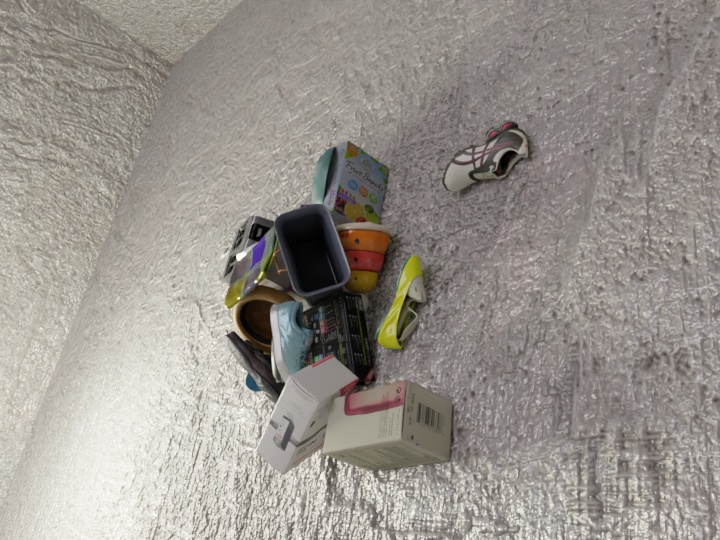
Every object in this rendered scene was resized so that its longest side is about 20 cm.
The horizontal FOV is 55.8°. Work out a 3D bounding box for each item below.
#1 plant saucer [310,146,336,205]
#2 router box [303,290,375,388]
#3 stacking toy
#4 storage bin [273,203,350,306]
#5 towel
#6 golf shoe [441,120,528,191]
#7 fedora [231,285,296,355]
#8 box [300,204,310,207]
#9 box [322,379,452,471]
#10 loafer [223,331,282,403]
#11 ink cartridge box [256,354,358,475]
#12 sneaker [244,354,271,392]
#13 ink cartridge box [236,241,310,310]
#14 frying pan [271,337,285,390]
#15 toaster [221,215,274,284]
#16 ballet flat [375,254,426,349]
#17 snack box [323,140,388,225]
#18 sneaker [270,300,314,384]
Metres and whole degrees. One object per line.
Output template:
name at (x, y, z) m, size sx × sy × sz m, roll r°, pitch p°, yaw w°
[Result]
plant saucer at (-0.093, -0.208, 1.681) m, size 0.200 × 0.036 × 0.201 m, roll 10°, pitch -90°, yaw -87°
router box at (-0.054, 0.163, 1.458) m, size 0.150 × 0.062 × 0.201 m, roll -27°, pitch 61°, yaw 38°
stacking toy at (0.000, 0.000, 1.525) m, size 0.146 × 0.146 × 0.201 m, roll -13°, pitch 73°, yaw 48°
storage bin at (-0.110, -0.017, 1.487) m, size 0.145 × 0.134 × 0.200 m, roll -18°, pitch 67°, yaw -7°
towel at (-0.247, -0.005, 1.540) m, size 0.200 × 0.023 × 0.144 m, roll -35°, pitch 35°, yaw 45°
golf shoe at (0.249, -0.216, 1.382) m, size 0.200 × 0.077 × 0.088 m, roll -39°, pitch 46°, yaw 29°
fedora at (-0.204, 0.107, 1.603) m, size 0.200 × 0.201 × 0.082 m, roll -36°, pitch 6°, yaw 31°
box at (-0.122, -0.106, 1.816) m, size 0.200 × 0.036 × 0.143 m, roll 6°, pitch 71°, yaw 55°
box at (0.049, 0.282, 1.218) m, size 0.200 × 0.128 × 0.109 m, roll -22°, pitch 48°, yaw 42°
loafer at (-0.240, 0.218, 1.600) m, size 0.063 × 0.200 × 0.072 m, roll -39°, pitch 3°, yaw -25°
ink cartridge box at (-0.105, 0.284, 1.344) m, size 0.085 × 0.146 × 0.200 m, roll 38°, pitch 119°, yaw 21°
sneaker at (-0.224, 0.204, 1.679) m, size 0.200 × 0.076 × 0.081 m, roll -57°, pitch 8°, yaw -14°
ink cartridge box at (-0.202, 0.012, 1.681) m, size 0.128 × 0.200 × 0.126 m, roll -22°, pitch 48°, yaw 43°
frying pan at (-0.184, 0.218, 1.548) m, size 0.190 × 0.031 × 0.115 m, roll 94°, pitch 172°, yaw -49°
toaster at (-0.290, -0.040, 1.877) m, size 0.200 × 0.118 × 0.181 m, roll -22°, pitch 49°, yaw 64°
ballet flat at (0.097, 0.069, 1.386) m, size 0.067 × 0.067 × 0.200 m, roll 19°, pitch 83°, yaw 34°
snack box at (-0.011, -0.191, 1.637) m, size 0.053 × 0.142 × 0.201 m, roll -19°, pitch 51°, yaw 44°
sneaker at (-0.136, 0.159, 1.449) m, size 0.082 × 0.074 × 0.201 m, roll -17°, pitch 80°, yaw 17°
